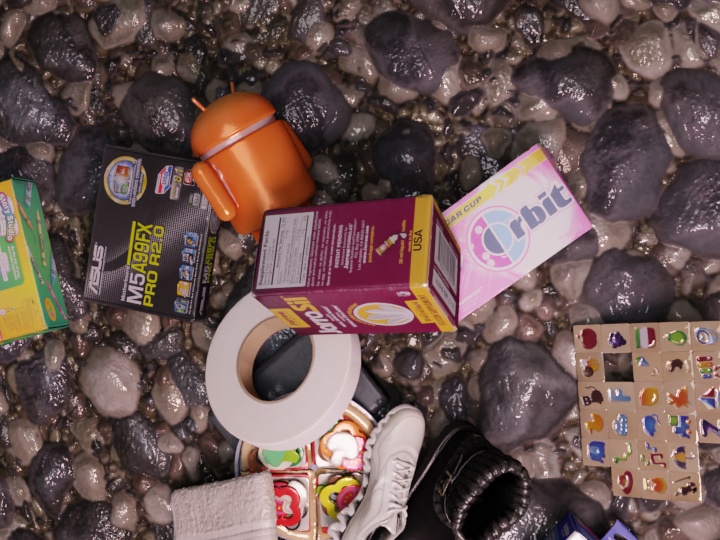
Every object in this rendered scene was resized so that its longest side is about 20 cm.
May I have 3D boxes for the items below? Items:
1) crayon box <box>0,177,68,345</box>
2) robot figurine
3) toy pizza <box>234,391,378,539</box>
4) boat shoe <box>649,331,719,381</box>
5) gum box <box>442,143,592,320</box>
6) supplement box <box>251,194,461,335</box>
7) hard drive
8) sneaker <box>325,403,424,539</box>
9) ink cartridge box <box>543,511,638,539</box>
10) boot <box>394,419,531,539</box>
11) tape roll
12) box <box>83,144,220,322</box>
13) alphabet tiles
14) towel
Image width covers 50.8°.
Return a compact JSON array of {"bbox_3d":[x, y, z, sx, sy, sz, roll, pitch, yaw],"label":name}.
[{"bbox_3d":[-0.474,-0.008,1.007,0.116,0.058,0.205,-14,89,9],"label":"crayon box"},{"bbox_3d":[-0.127,-0.125,0.911,0.142,0.117,0.203,-30,101,-8],"label":"robot figurine"},{"bbox_3d":[-0.058,0.246,0.928,0.195,0.032,0.206,0,101,0],"label":"toy pizza"},{"bbox_3d":[0.428,0.108,0.859,0.196,0.068,0.073,18,96,11],"label":"boat shoe"},{"bbox_3d":[0.166,-0.047,0.897,0.198,0.066,0.115,-35,87,9],"label":"gum box"},{"bbox_3d":[0.000,0.000,0.823,0.195,0.131,0.106,-4,66,22],"label":"supplement box"},{"bbox_3d":[-0.078,0.171,0.960,0.199,0.033,0.140,-41,85,8],"label":"hard drive"},{"bbox_3d":[0.033,0.259,0.888,0.074,0.081,0.204,26,84,-27],"label":"sneaker"},{"bbox_3d":[0.253,0.388,0.889,0.136,0.076,0.201,43,99,6],"label":"ink cartridge box"},{"bbox_3d":[0.104,0.284,0.861,0.078,0.158,0.215,21,94,-16],"label":"boot"},{"bbox_3d":[-0.095,0.110,0.912,0.198,0.037,0.208,-10,64,20],"label":"tape roll"},{"bbox_3d":[-0.264,-0.048,0.979,0.156,0.044,0.205,11,93,8],"label":"box"},{"bbox_3d":[0.335,0.162,0.876,0.164,0.007,0.206,-4,91,30],"label":"alphabet tiles"},{"bbox_3d":[-0.169,0.323,0.919,0.198,0.034,0.136,-24,67,39],"label":"towel"}]
